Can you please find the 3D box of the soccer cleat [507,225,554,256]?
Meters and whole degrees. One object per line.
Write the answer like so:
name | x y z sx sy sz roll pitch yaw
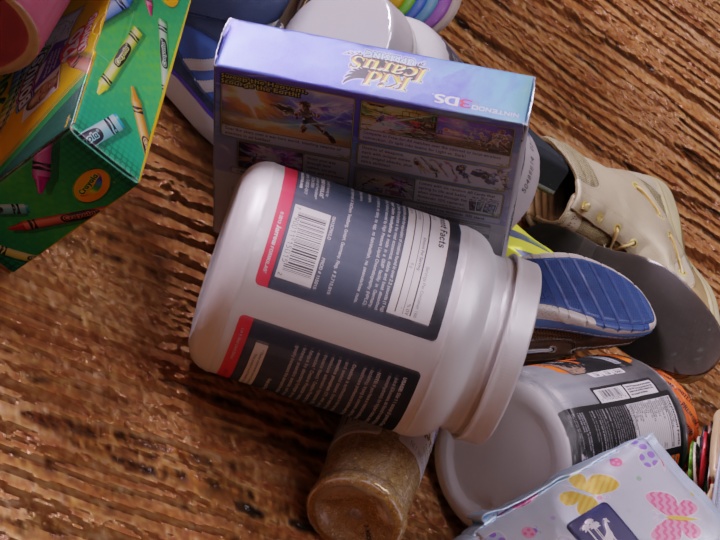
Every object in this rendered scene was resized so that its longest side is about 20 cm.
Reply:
soccer cleat | 0.091 -0.021 1.804 0.200 0.065 0.084 50 17 -1

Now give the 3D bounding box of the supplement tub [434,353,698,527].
supplement tub | 0.154 0.124 1.723 0.200 0.122 0.123 -4 67 -54

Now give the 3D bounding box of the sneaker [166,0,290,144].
sneaker | -0.066 -0.164 1.646 0.200 0.146 0.081 40 33 -23

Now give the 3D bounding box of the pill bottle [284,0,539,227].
pill bottle | 0.031 -0.104 1.656 0.200 0.114 0.114 42 34 -47

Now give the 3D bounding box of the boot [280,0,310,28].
boot | -0.070 -0.233 1.767 0.097 0.075 0.200 40 39 -30

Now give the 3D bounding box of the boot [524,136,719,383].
boot | 0.209 -0.010 1.948 0.155 0.073 0.200 21 46 -43

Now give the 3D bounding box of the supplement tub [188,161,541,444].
supplement tub | 0.001 0.023 1.533 0.199 0.141 0.141 18 43 -6

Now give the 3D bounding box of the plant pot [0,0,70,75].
plant pot | -0.233 -0.226 1.463 0.200 0.200 0.179 31 57 -34

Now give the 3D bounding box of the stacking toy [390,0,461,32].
stacking toy | 0.012 -0.211 1.727 0.086 0.085 0.200 62 15 6

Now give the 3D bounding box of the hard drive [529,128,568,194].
hard drive | 0.055 -0.133 1.829 0.200 0.033 0.140 24 15 -40

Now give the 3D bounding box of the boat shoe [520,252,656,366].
boat shoe | 0.122 0.032 1.757 0.200 0.072 0.072 8 44 -29

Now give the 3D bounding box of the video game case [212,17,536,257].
video game case | 0.005 -0.073 1.559 0.199 0.181 0.046 11 57 4

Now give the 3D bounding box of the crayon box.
crayon box | -0.176 -0.107 1.487 0.058 0.119 0.200 39 37 -26

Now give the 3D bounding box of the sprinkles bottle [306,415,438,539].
sprinkles bottle | 0.020 0.103 1.618 0.068 0.068 0.200 46 36 -17

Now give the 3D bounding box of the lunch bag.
lunch bag | 0.163 0.228 1.578 0.169 0.127 0.200 -23 93 -27

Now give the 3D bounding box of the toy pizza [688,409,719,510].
toy pizza | 0.248 0.195 1.745 0.200 0.032 0.201 7 90 -79

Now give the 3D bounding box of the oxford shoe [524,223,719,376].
oxford shoe | 0.208 0.026 1.850 0.200 0.071 0.071 34 -2 38
